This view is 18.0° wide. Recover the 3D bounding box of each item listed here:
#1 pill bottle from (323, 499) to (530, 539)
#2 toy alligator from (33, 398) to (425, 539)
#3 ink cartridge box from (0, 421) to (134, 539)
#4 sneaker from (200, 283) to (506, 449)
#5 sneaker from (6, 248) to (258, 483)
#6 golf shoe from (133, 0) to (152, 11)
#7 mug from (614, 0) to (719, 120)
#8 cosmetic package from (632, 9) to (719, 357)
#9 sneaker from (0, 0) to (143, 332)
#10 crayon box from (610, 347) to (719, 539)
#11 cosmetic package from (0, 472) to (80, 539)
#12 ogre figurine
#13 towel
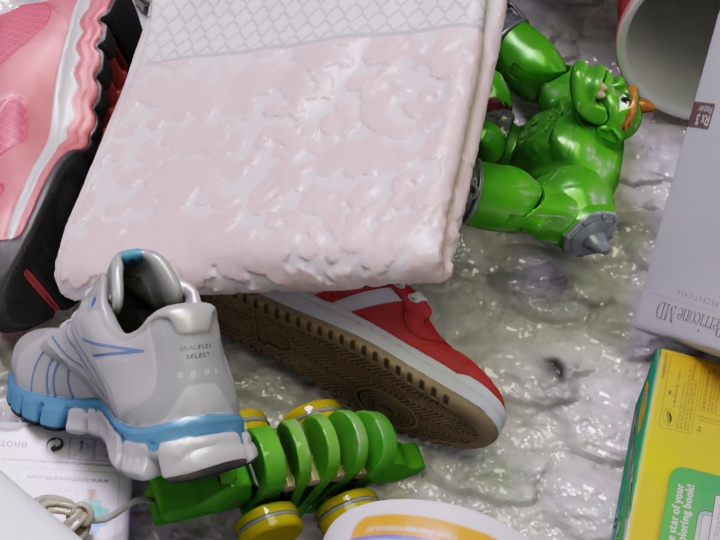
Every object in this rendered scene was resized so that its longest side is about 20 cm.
[{"bbox_3d":[0.013,0.205,0.936,0.112,0.112,0.201,16,57,3],"label":"pill bottle"},{"bbox_3d":[-0.050,0.089,1.012,0.199,0.054,0.059,-6,61,-30],"label":"toy alligator"},{"bbox_3d":[-0.163,0.158,0.987,0.119,0.042,0.201,4,53,-5],"label":"ink cartridge box"},{"bbox_3d":[0.000,0.000,1.096,0.200,0.071,0.113,28,61,14],"label":"sneaker"},{"bbox_3d":[-0.102,0.031,0.999,0.075,0.200,0.087,-8,100,-29],"label":"sneaker"},{"bbox_3d":[-0.057,-0.146,1.171,0.200,0.097,0.078,41,59,18],"label":"golf shoe"},{"bbox_3d":[0.207,-0.189,1.235,0.177,0.133,0.201,29,42,-35],"label":"mug"},{"bbox_3d":[0.204,-0.053,1.075,0.074,0.102,0.201,16,90,-21],"label":"cosmetic package"},{"bbox_3d":[-0.167,-0.054,1.123,0.086,0.074,0.201,1,55,18],"label":"sneaker"},{"bbox_3d":[0.171,0.143,1.030,0.118,0.058,0.201,14,56,3],"label":"crayon box"},{"bbox_3d":[-0.174,0.134,0.926,0.200,0.074,0.102,36,59,18],"label":"cosmetic package"},{"bbox_3d":[0.077,-0.071,1.135,0.120,0.098,0.200,25,14,-5],"label":"ogre figurine"},{"bbox_3d":[-0.034,-0.072,1.064,0.199,0.032,0.192,-3,56,27],"label":"towel"}]
